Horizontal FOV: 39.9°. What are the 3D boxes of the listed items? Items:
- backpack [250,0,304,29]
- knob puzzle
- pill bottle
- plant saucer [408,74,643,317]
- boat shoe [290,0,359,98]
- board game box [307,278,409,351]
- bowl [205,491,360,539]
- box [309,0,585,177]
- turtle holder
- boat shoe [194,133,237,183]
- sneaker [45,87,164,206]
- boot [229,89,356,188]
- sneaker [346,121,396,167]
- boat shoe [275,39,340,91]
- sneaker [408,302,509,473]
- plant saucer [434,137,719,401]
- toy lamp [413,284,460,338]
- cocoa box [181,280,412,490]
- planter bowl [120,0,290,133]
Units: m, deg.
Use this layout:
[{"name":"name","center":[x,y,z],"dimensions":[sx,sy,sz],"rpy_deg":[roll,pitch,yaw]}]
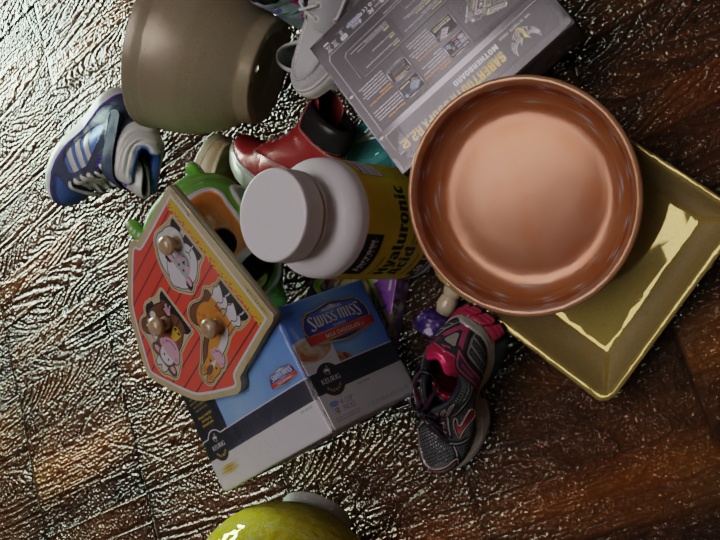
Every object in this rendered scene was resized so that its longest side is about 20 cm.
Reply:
[{"name":"backpack","center":[-0.041,-0.354,1.040],"dimensions":[0.201,0.126,0.167],"rpy_deg":[-62,36,14]},{"name":"knob puzzle","center":[-0.180,0.046,0.983],"dimensions":[0.219,0.030,0.221],"rpy_deg":[14,112,37]},{"name":"pill bottle","center":[-0.014,-0.047,0.927],"dimensions":[0.111,0.199,0.112],"rpy_deg":[0,90,40]},{"name":"plant saucer","center":[0.139,-0.063,0.836],"dimensions":[0.199,0.037,0.202],"rpy_deg":[5,103,22]},{"name":"boat shoe","center":[-0.026,-0.267,0.968],"dimensions":[0.072,0.068,0.201],"rpy_deg":[47,113,38]},{"name":"board game box","center":[0.000,0.000,1.061],"dimensions":[0.120,0.032,0.201],"rpy_deg":[17,100,43]},{"name":"bowl","center":[-0.063,0.298,1.037],"dimensions":[0.199,0.200,0.108],"rpy_deg":[-17,36,38]},{"name":"box","center":[0.075,-0.206,0.893],"dimensions":[0.200,0.048,0.159],"rpy_deg":[-41,73,17]},{"name":"turtle holder","center":[-0.152,-0.011,1.068],"dimensions":[0.131,0.141,0.186],"rpy_deg":[32,142,31]},{"name":"boat shoe","center":[-0.168,-0.059,1.177],"dimensions":[0.065,0.072,0.201],"rpy_deg":[16,100,28]},{"name":"sneaker","center":[-0.333,-0.127,1.304],"dimensions":[0.200,0.080,0.147],"rpy_deg":[-50,56,21]},{"name":"boot","center":[-0.073,-0.142,1.074],"dimensions":[0.200,0.072,0.145],"rpy_deg":[41,124,46]},{"name":"sneaker","center":[0.058,-0.141,0.984],"dimensions":[0.199,0.079,0.078],"rpy_deg":[-9,83,40]},{"name":"boat shoe","center":[-0.004,-0.217,1.044],"dimensions":[0.199,0.067,0.074],"rpy_deg":[1,89,38]},{"name":"sneaker","center":[0.077,0.120,0.931],"dimensions":[0.080,0.075,0.201],"rpy_deg":[31,137,28]},{"name":"plant saucer","center":[0.194,-0.024,0.866],"dimensions":[0.200,0.048,0.201],"rpy_deg":[37,112,17]},{"name":"toy lamp","center":[0.111,-0.027,0.952],"dimensions":[0.058,0.058,0.201],"rpy_deg":[32,109,35]},{"name":"cocoa box","center":[-0.071,0.119,1.020],"dimensions":[0.200,0.133,0.132],"rpy_deg":[-35,78,42]},{"name":"planter bowl","center":[-0.160,-0.240,1.113],"dimensions":[0.134,0.200,0.202],"rpy_deg":[19,102,11]}]
